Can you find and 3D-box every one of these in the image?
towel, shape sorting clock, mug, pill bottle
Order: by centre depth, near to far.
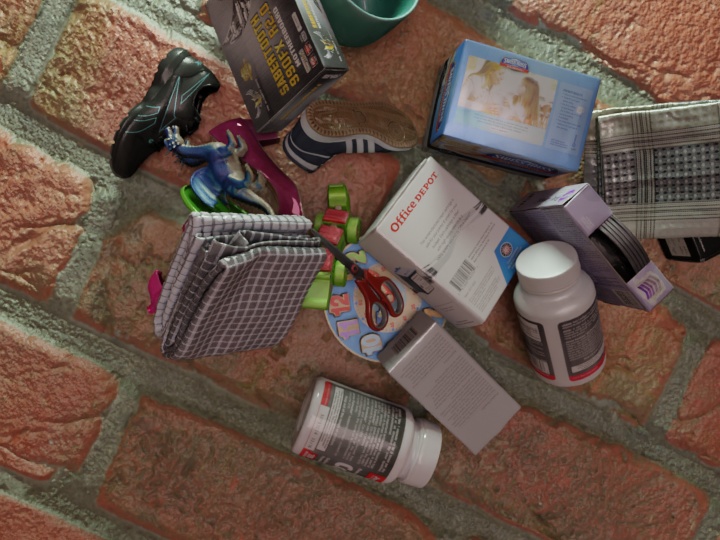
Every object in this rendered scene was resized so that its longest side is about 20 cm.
[{"bbox_3d":[-0.147,0.026,0.698,0.165,0.086,0.200,-1,137,-42],"label":"towel"},{"bbox_3d":[0.002,-0.384,0.773,0.184,0.114,0.153,5,82,-32],"label":"mug"},{"bbox_3d":[0.281,0.061,0.808,0.110,0.111,0.201,-27,123,-3],"label":"pill bottle"},{"bbox_3d":[0.419,-0.139,0.808,0.199,0.034,0.194,4,113,35],"label":"towel"},{"bbox_3d":[0.009,0.240,0.826,0.199,0.114,0.115,21,92,-7],"label":"pill bottle"},{"bbox_3d":[0.042,0.040,0.852,0.198,0.039,0.202,0,95,-6],"label":"shape sorting clock"}]

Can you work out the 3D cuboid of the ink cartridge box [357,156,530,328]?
[{"bbox_3d":[0.120,-0.037,0.813,0.200,0.086,0.147,39,70,-6],"label":"ink cartridge box"}]

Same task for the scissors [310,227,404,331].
[{"bbox_3d":[0.000,0.000,0.778,0.073,0.014,0.201,-46,119,-26],"label":"scissors"}]

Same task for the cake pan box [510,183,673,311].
[{"bbox_3d":[0.314,-0.034,0.795,0.052,0.200,0.184,-44,95,-1],"label":"cake pan box"}]

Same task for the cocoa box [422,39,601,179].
[{"bbox_3d":[0.207,-0.220,0.803,0.199,0.131,0.134,13,93,-7],"label":"cocoa box"}]

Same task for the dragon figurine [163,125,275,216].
[{"bbox_3d":[-0.185,-0.117,0.756,0.099,0.059,0.201,-32,85,13],"label":"dragon figurine"}]

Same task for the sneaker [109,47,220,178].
[{"bbox_3d":[-0.273,-0.208,0.784,0.079,0.075,0.201,32,91,-10],"label":"sneaker"}]

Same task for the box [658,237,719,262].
[{"bbox_3d":[0.527,-0.137,0.866,0.163,0.086,0.201,-26,96,-4],"label":"box"}]

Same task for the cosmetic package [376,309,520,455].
[{"bbox_3d":[0.131,0.165,0.840,0.101,0.071,0.200,-45,106,-1],"label":"cosmetic package"}]

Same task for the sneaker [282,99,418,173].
[{"bbox_3d":[-0.018,-0.189,0.818,0.199,0.108,0.071,-4,74,-37],"label":"sneaker"}]

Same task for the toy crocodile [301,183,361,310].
[{"bbox_3d":[-0.045,-0.035,0.795,0.067,0.062,0.201,9,59,10],"label":"toy crocodile"}]

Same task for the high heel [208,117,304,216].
[{"bbox_3d":[-0.142,-0.122,0.802,0.095,0.067,0.201,-17,91,-14],"label":"high heel"}]

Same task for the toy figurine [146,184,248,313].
[{"bbox_3d":[-0.210,0.010,0.800,0.199,0.150,0.184,30,105,-32],"label":"toy figurine"}]

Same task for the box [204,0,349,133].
[{"bbox_3d":[-0.115,-0.309,0.741,0.048,0.158,0.201,-19,85,-46],"label":"box"}]
